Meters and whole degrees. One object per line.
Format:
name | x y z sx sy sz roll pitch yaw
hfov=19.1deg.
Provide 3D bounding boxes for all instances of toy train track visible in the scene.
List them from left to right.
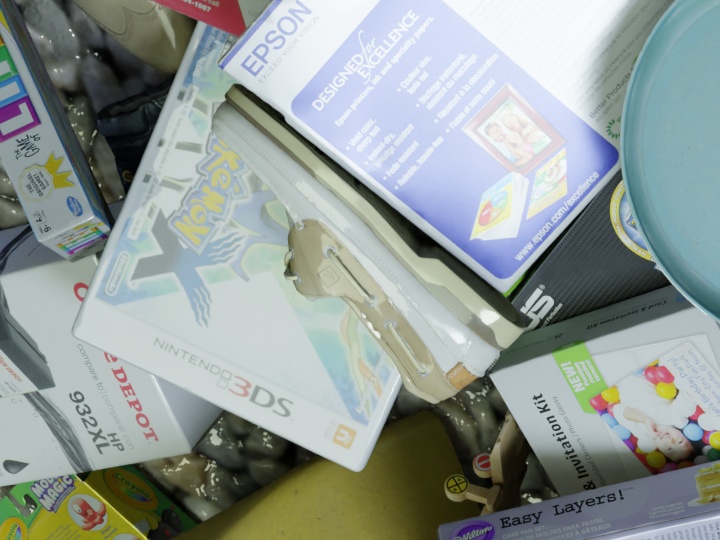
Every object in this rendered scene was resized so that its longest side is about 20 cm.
toy train track | 0.058 0.153 1.229 0.032 0.200 0.115 14 145 18

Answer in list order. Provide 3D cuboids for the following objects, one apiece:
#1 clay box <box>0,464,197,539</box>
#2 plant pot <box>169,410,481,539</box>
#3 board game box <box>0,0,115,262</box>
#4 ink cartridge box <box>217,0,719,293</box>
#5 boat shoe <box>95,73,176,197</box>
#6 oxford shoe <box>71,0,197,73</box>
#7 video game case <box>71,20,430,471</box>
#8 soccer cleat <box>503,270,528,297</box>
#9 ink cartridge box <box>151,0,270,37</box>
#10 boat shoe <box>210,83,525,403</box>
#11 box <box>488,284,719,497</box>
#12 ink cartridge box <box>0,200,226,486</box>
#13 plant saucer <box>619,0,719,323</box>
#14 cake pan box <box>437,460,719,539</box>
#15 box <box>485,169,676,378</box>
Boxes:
clay box | -0.153 0.205 1.443 0.200 0.048 0.115 44 127 -6
plant pot | -0.041 0.221 1.268 0.194 0.200 0.196 -32 76 36
board game box | -0.194 -0.106 1.185 0.034 0.134 0.200 -25 85 -2
ink cartridge box | 0.065 -0.121 1.085 0.200 0.047 0.198 39 105 -17
boat shoe | -0.061 -0.075 1.219 0.200 0.071 0.091 -14 111 29
oxford shoe | -0.168 -0.180 1.199 0.200 0.075 0.070 45 126 -7
video game case | -0.041 -0.016 1.172 0.182 0.022 0.200 25 101 5
soccer cleat | 0.000 0.000 1.231 0.200 0.081 0.068 -6 117 26
ink cartridge box | -0.024 -0.218 1.108 0.145 0.083 0.200 24 126 9
boat shoe | -0.009 -0.013 1.118 0.200 0.075 0.068 43 103 4
box | 0.193 0.081 1.169 0.200 0.041 0.156 -19 111 32
ink cartridge box | -0.197 0.050 1.345 0.200 0.084 0.145 -12 112 29
plant saucer | 0.221 -0.061 1.065 0.200 0.027 0.201 0 90 -12
cake pan box | 0.152 0.209 1.175 0.184 0.052 0.200 -14 120 7
box | 0.177 0.023 1.192 0.160 0.044 0.200 35 127 -1
